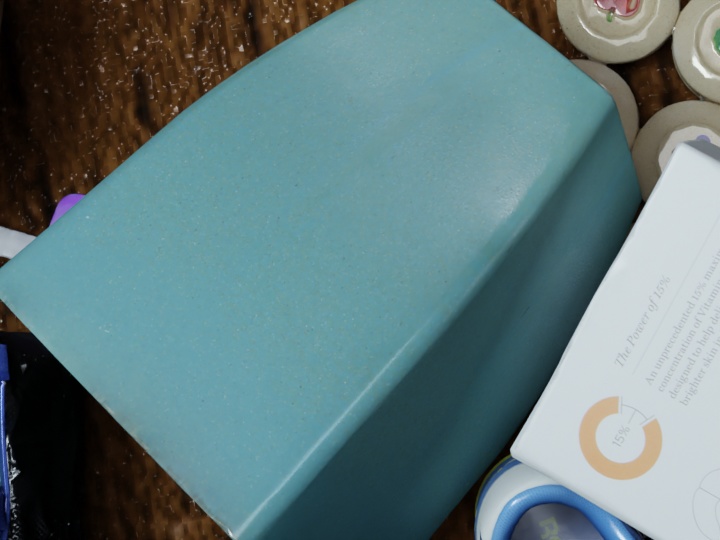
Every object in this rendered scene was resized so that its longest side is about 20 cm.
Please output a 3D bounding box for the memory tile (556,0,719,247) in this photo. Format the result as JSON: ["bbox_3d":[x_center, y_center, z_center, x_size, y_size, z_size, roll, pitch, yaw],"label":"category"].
[{"bbox_3d":[0.153,-0.034,0.794,0.198,0.017,0.155,20,85,12],"label":"memory tile"}]

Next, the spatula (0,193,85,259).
[{"bbox_3d":[-0.169,-0.018,0.844,0.198,0.021,0.057,15,86,12],"label":"spatula"}]

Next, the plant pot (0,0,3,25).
[{"bbox_3d":[-0.228,-0.087,0.819,0.199,0.093,0.203,-4,68,11],"label":"plant pot"}]

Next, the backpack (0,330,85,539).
[{"bbox_3d":[-0.195,0.124,0.771,0.180,0.135,0.202,-4,84,10],"label":"backpack"}]

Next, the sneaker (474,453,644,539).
[{"bbox_3d":[0.101,0.154,0.741,0.074,0.082,0.201,-34,79,2],"label":"sneaker"}]

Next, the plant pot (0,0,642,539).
[{"bbox_3d":[0.000,0.000,0.747,0.200,0.141,0.141,-46,64,-7],"label":"plant pot"}]

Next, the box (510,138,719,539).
[{"bbox_3d":[0.173,0.055,0.720,0.199,0.097,0.125,30,101,10],"label":"box"}]
